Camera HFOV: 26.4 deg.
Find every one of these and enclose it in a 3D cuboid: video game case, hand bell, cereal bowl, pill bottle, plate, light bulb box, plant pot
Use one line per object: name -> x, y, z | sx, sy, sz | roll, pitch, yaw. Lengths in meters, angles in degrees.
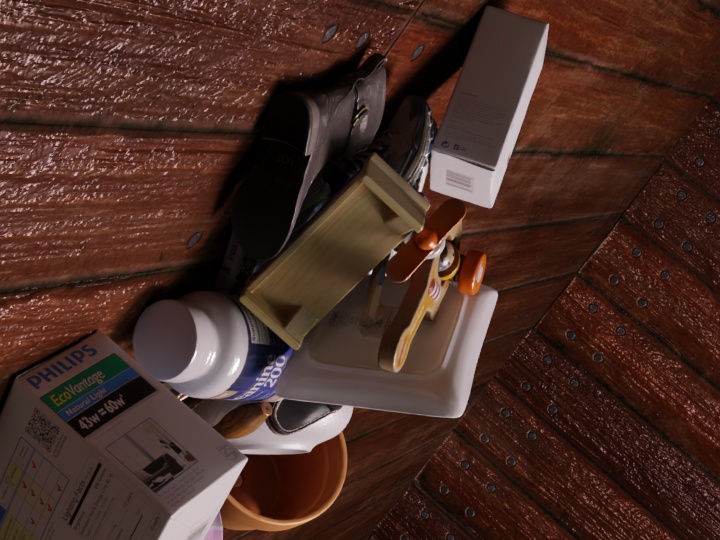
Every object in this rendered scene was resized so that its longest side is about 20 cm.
video game case -> -0.071, -0.070, 1.662 | 0.200, 0.022, 0.182 | -38, 162, -40
hand bell -> -0.168, 0.186, 1.706 | 0.200, 0.104, 0.104 | -28, -179, 37
cereal bowl -> -0.105, 0.174, 1.822 | 0.200, 0.200, 0.083 | 43, 45, -76
pill bottle -> -0.144, 0.080, 1.611 | 0.111, 0.111, 0.200 | -53, 152, 14
plate -> 0.029, 0.065, 1.608 | 0.200, 0.200, 0.032 | -68, 158, -46
light bulb box -> -0.248, 0.204, 1.473 | 0.125, 0.200, 0.198 | -33, 158, -52
plant pot -> -0.135, 0.249, 1.977 | 0.200, 0.200, 0.140 | -38, 178, -37

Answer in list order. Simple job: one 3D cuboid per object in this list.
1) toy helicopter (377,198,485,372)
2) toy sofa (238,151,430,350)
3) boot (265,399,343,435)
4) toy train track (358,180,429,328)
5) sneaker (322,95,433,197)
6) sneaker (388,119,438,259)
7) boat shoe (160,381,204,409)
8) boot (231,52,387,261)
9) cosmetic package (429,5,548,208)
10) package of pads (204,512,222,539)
toy helicopter -> 0.063, 0.014, 1.538 | 0.132, 0.079, 0.200 | 88, 23, -50
toy sofa -> -0.026, -0.023, 1.556 | 0.200, 0.083, 0.098 | -44, -169, 20
boot -> -0.003, 0.119, 1.680 | 0.200, 0.073, 0.151 | -33, -164, -18
toy train track -> 0.037, -0.021, 1.639 | 0.115, 0.033, 0.200 | -43, -155, 50
sneaker -> 0.010, -0.100, 1.624 | 0.200, 0.085, 0.077 | -66, -163, -3
sneaker -> 0.033, -0.084, 1.758 | 0.088, 0.076, 0.200 | -63, 164, -64
boat shoe -> -0.237, 0.165, 1.657 | 0.200, 0.074, 0.076 | -46, 165, -15
boot -> -0.039, -0.112, 1.530 | 0.174, 0.069, 0.200 | -27, 144, -56
cosmetic package -> 0.147, -0.188, 1.763 | 0.113, 0.081, 0.200 | 83, 27, -70
package of pads -> -0.262, 0.294, 1.690 | 0.200, 0.076, 0.120 | 6, 156, -27
